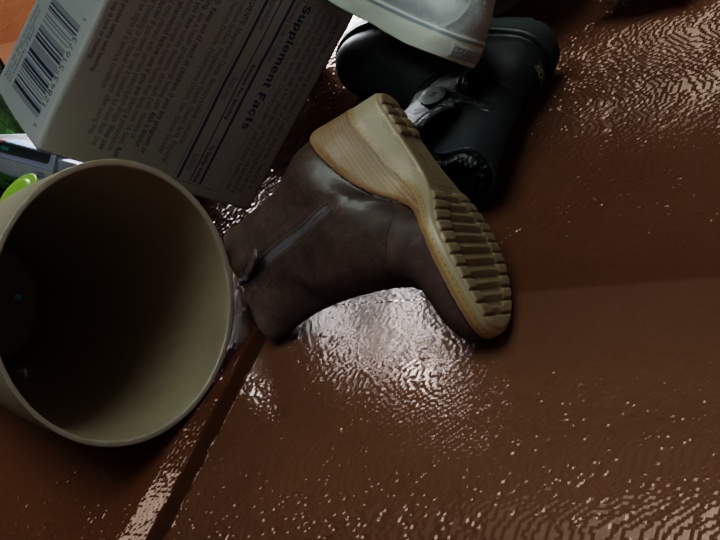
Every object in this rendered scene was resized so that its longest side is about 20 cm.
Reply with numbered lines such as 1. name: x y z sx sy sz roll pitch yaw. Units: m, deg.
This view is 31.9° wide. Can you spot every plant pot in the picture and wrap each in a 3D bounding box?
1. plant pot: -0.225 0.023 0.892 0.200 0.187 0.187 -1 44 46

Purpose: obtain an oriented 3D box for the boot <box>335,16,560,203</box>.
1. boot: 0.035 -0.120 0.943 0.200 0.076 0.168 5 45 33

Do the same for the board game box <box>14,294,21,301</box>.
1. board game box: -0.376 0.091 1.021 0.200 0.047 0.151 -10 41 28

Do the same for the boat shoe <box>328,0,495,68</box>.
1. boat shoe: 0.026 -0.213 0.921 0.201 0.070 0.072 37 108 40

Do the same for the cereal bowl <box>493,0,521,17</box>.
1. cereal bowl: 0.103 -0.256 1.016 0.200 0.083 0.200 -32 -2 -1

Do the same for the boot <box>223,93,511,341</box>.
1. boot: 0.000 0.000 0.840 0.166 0.072 0.200 -43 58 26

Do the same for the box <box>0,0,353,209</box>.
1. box: -0.141 -0.169 0.963 0.105 0.200 0.184 47 113 44

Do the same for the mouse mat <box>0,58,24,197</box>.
1. mouse mat: -0.359 -0.123 1.137 0.008 0.200 0.161 8 50 29

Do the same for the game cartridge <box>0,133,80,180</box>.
1. game cartridge: -0.245 -0.098 1.106 0.130 0.038 0.200 -2 12 -43

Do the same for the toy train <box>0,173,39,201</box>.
1. toy train: -0.236 -0.031 0.999 0.200 0.116 0.085 -1 52 36
